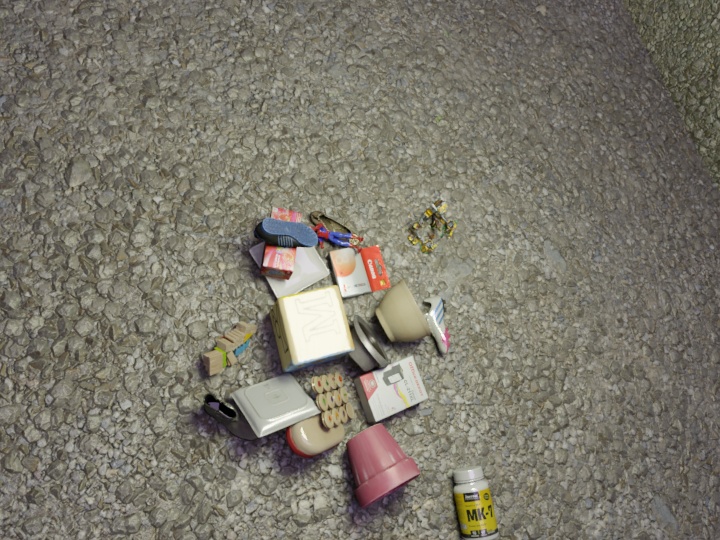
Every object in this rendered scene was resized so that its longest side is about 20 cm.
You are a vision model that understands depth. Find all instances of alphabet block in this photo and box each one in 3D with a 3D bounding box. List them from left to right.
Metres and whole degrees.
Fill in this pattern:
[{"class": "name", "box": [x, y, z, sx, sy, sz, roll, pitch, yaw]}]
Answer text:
[{"class": "alphabet block", "box": [-0.153, 0.180, 1.557, 0.193, 0.195, 0.204, -11, 77, -23]}]

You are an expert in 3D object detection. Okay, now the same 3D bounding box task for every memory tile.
[{"class": "memory tile", "box": [-0.080, 0.383, 1.532, 0.017, 0.199, 0.156, -22, 77, 18]}]

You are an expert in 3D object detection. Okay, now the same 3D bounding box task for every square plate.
[{"class": "square plate", "box": [-0.242, 0.370, 1.466, 0.197, 0.029, 0.198, -13, 33, -33]}, {"class": "square plate", "box": [-0.232, -0.025, 1.677, 0.196, 0.028, 0.202, -30, 84, -25]}]

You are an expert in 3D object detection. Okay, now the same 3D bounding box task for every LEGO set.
[{"class": "LEGO set", "box": [0.269, -0.168, 1.849, 0.198, 0.116, 0.155, -32, 84, -24]}]

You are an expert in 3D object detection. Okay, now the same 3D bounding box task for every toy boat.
[{"class": "toy boat", "box": [-0.147, 0.480, 1.502, 0.199, 0.130, 0.132, 3, 51, -59]}]

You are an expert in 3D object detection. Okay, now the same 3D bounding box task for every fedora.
[{"class": "fedora", "box": [0.007, 0.244, 1.618, 0.090, 0.201, 0.177, -38, 124, 5]}]

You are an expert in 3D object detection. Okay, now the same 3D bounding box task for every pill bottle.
[{"class": "pill bottle", "box": [0.352, 0.722, 1.593, 0.112, 0.114, 0.204, -5, 74, -20]}]

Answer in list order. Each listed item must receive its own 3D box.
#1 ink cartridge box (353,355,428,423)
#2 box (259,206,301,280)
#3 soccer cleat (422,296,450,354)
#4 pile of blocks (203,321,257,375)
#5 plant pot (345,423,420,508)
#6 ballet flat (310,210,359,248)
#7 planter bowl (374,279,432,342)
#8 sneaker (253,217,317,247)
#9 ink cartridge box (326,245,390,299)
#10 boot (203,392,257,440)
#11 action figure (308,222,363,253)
[{"class": "ink cartridge box", "box": [0.097, 0.376, 1.635, 0.197, 0.083, 0.148, -18, 78, -22]}, {"class": "box", "box": [-0.250, -0.084, 1.615, 0.098, 0.095, 0.204, 11, 69, -14]}, {"class": "soccer cleat", "box": [0.255, 0.189, 1.764, 0.085, 0.070, 0.204, -1, 68, -8]}, {"class": "pile of blocks", "box": [-0.396, 0.228, 1.540, 0.061, 0.083, 0.200, 19, 47, 35]}, {"class": "plant pot", "box": [0.050, 0.565, 1.512, 0.197, 0.201, 0.181, -19, 63, -23]}, {"class": "ballet flat", "box": [-0.085, -0.143, 1.762, 0.199, 0.046, 0.068, 35, 66, -5]}, {"class": "planter bowl", "box": [0.129, 0.149, 1.676, 0.133, 0.200, 0.203, -28, 82, 3]}, {"class": "sneaker", "box": [-0.225, -0.107, 1.546, 0.198, 0.077, 0.071, 16, 63, -36]}, {"class": "ink cartridge box", "box": [0.000, 0.000, 1.744, 0.197, 0.050, 0.165, -13, 78, -18]}, {"class": "boot", "box": [-0.359, 0.416, 1.443, 0.198, 0.131, 0.068, 32, 66, -6]}, {"class": "action figure", "box": [-0.098, -0.103, 1.701, 0.197, 0.066, 0.099, 20, 30, 13]}]
